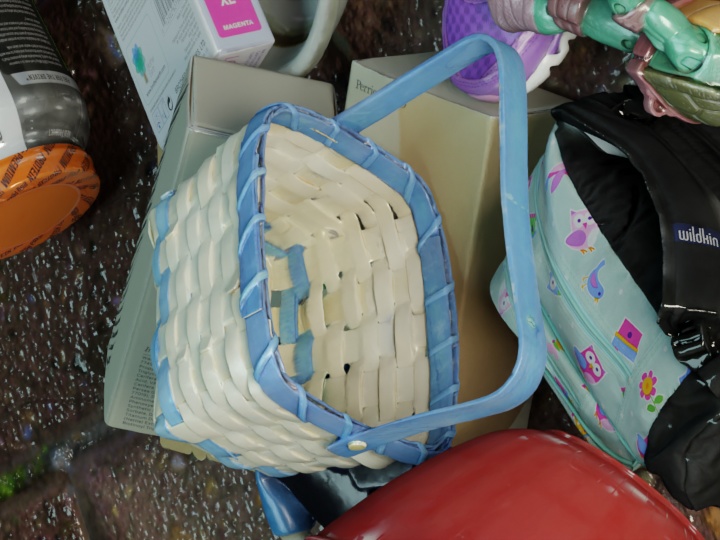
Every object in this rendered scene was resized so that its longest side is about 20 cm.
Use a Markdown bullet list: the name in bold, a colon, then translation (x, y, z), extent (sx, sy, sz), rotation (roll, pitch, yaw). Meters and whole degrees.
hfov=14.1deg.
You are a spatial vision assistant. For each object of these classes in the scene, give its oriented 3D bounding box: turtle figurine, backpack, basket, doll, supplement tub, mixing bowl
- **turtle figurine**: translation (0.148, -0.113, 1.262), extent (0.200, 0.149, 0.101), rotation (19, 92, 54)
- **backpack**: translation (0.144, 0.011, 1.292), extent (0.200, 0.167, 0.127), rotation (54, 130, 35)
- **basket**: translation (0.000, 0.000, 1.329), extent (0.200, 0.139, 0.177), rotation (-25, 56, 41)
- **doll**: translation (0.008, 0.095, 1.411), extent (0.200, 0.048, 0.137), rotation (37, 108, 23)
- **supplement tub**: translation (-0.233, -0.113, 1.672), extent (0.123, 0.122, 0.200), rotation (-45, 65, 40)
- **mixing bowl**: translation (0.085, 0.141, 1.269), extent (0.200, 0.200, 0.108), rotation (29, 73, 39)

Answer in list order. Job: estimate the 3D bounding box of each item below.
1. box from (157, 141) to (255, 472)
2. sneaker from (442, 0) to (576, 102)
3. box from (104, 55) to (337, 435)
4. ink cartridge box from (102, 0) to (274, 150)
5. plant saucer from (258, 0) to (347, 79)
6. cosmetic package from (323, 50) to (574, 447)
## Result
- **box**: translation (-0.051, 0.012, 1.578), extent (0.163, 0.021, 0.201), rotation (10, 104, 45)
- **sneaker**: translation (0.062, -0.181, 1.364), extent (0.080, 0.088, 0.201), rotation (13, 95, 42)
- **box**: translation (-0.073, -0.006, 1.495), extent (0.068, 0.082, 0.200), rotation (-93, 19, -52)
- **ink cartridge box**: translation (-0.111, -0.179, 1.538), extent (0.200, 0.042, 0.119), rotation (66, 154, 14)
- **plant saucer**: translation (-0.044, -0.197, 1.495), extent (0.200, 0.050, 0.201), rotation (41, 139, 49)
- **cosmetic package**: translation (0.038, 0.000, 1.452), extent (0.105, 0.071, 0.201), rotation (23, 113, 40)
